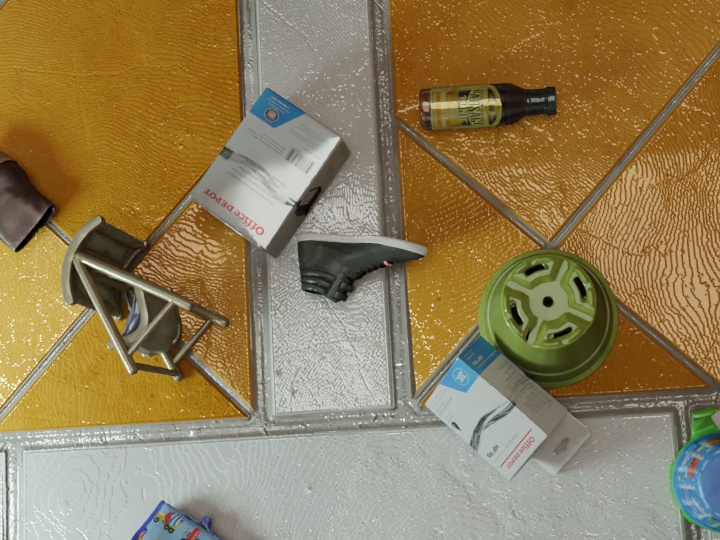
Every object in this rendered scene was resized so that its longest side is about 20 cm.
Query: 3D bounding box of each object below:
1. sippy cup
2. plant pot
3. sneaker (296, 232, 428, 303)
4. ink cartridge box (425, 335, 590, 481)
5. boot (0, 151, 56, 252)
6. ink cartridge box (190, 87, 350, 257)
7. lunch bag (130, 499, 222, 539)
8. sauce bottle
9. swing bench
[{"bbox_3d":[0.482,0.279,1.461,0.178,0.130,0.140,38,89,12],"label":"sippy cup"},{"bbox_3d":[0.253,0.055,1.505,0.199,0.190,0.202,-1,81,10],"label":"plant pot"},{"bbox_3d":[0.000,0.000,1.620,0.199,0.071,0.100,2,83,16],"label":"sneaker"},{"bbox_3d":[0.200,0.202,1.523,0.200,0.068,0.116,40,133,13],"label":"ink cartridge box"},{"bbox_3d":[-0.591,-0.083,1.725,0.166,0.072,0.200,43,86,15],"label":"boot"},{"bbox_3d":[-0.132,-0.143,1.653,0.145,0.084,0.201,35,88,13],"label":"ink cartridge box"},{"bbox_3d":[-0.270,0.442,1.593,0.150,0.094,0.201,30,75,14],"label":"lunch bag"},{"bbox_3d":[0.186,-0.243,1.627,0.199,0.066,0.067,-5,80,10],"label":"sauce bottle"},{"bbox_3d":[-0.319,0.044,1.596,0.200,0.199,0.130,41,89,13],"label":"swing bench"}]
